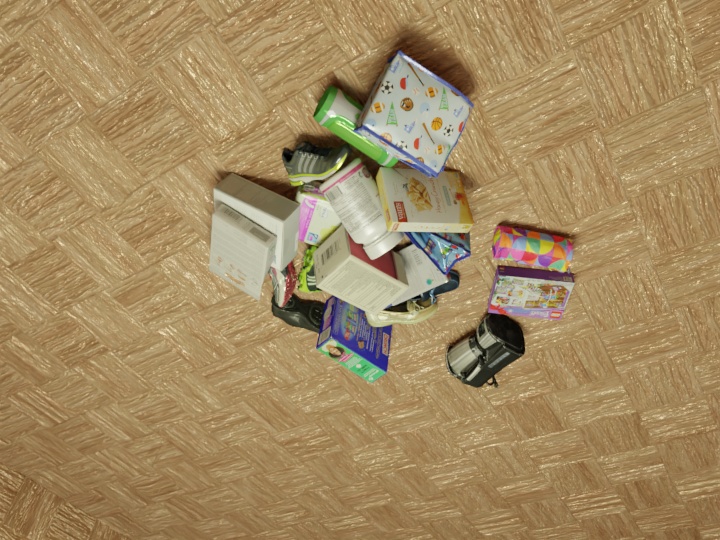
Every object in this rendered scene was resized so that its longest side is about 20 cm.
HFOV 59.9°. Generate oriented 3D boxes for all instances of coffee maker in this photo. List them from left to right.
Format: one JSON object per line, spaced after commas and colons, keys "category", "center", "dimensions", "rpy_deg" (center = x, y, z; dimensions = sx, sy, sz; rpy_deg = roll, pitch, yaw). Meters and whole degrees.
{"category": "coffee maker", "center": [0.364, 0.225, 1.745], "dimensions": [0.189, 0.137, 0.200], "rpy_deg": [10, 139, -35]}

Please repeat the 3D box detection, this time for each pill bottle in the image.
{"category": "pill bottle", "center": [0.006, -0.134, 1.387], "dimensions": [0.112, 0.114, 0.202], "rpy_deg": [-29, 101, 30]}

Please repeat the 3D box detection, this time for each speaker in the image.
{"category": "speaker", "center": [0.000, -0.302, 1.322], "dimensions": [0.197, 0.090, 0.088], "rpy_deg": [30, 130, -19]}

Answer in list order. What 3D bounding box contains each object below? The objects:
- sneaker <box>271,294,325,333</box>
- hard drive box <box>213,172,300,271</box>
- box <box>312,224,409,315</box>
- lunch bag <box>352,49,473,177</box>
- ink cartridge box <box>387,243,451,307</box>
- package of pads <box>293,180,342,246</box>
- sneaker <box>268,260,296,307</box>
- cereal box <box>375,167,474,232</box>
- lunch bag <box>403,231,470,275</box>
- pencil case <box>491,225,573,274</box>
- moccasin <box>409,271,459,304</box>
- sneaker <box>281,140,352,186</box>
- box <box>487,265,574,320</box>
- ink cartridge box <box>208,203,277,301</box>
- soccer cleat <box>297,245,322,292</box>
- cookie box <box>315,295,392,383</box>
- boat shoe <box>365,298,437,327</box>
{"category": "sneaker", "center": [-0.161, 0.128, 1.751], "dimensions": [0.197, 0.077, 0.091], "rpy_deg": [27, 145, 0]}
{"category": "hard drive box", "center": [-0.247, -0.114, 1.485], "dimensions": [0.197, 0.077, 0.158], "rpy_deg": [26, 136, 15]}
{"category": "box", "center": [0.000, 0.000, 1.495], "dimensions": [0.198, 0.111, 0.127], "rpy_deg": [28, 125, -36]}
{"category": "lunch bag", "center": [0.109, -0.303, 1.244], "dimensions": [0.197, 0.124, 0.173], "rpy_deg": [26, 95, -13]}
{"category": "ink cartridge box", "center": [0.119, 0.008, 1.580], "dimensions": [0.197, 0.042, 0.122], "rpy_deg": [-26, 86, 26]}
{"category": "package of pads", "center": [-0.070, -0.126, 1.504], "dimensions": [0.196, 0.069, 0.156], "rpy_deg": [17, 134, -9]}
{"category": "sneaker", "center": [-0.214, 0.006, 1.644], "dimensions": [0.073, 0.081, 0.204], "rpy_deg": [13, 127, 15]}
{"category": "cereal box", "center": [0.139, -0.153, 1.359], "dimensions": [0.195, 0.147, 0.040], "rpy_deg": [0, 150, -21]}
{"category": "lunch bag", "center": [0.153, -0.115, 1.427], "dimensions": [0.198, 0.152, 0.094], "rpy_deg": [34, 128, -23]}
{"category": "pencil case", "center": [0.413, -0.048, 1.503], "dimensions": [0.195, 0.089, 0.090], "rpy_deg": [13, 133, -3]}
{"category": "moccasin", "center": [0.165, 0.056, 1.638], "dimensions": [0.196, 0.069, 0.081], "rpy_deg": [-13, 130, 19]}
{"category": "sneaker", "center": [-0.103, -0.246, 1.374], "dimensions": [0.197, 0.074, 0.082], "rpy_deg": [-11, 125, 39]}
{"category": "box", "center": [0.439, 0.059, 1.626], "dimensions": [0.195, 0.040, 0.139], "rpy_deg": [6, 132, 2]}
{"category": "ink cartridge box", "center": [-0.283, -0.039, 1.486], "dimensions": [0.159, 0.050, 0.202], "rpy_deg": [31, 141, 10]}
{"category": "soccer cleat", "center": [-0.113, -0.003, 1.616], "dimensions": [0.079, 0.069, 0.201], "rpy_deg": [4, 151, -13]}
{"category": "cookie box", "center": [-0.013, 0.180, 1.707], "dimensions": [0.198, 0.173, 0.075], "rpy_deg": [34, 131, -23]}
{"category": "boat shoe", "center": [0.109, 0.100, 1.681], "dimensions": [0.196, 0.074, 0.064], "rpy_deg": [-8, 129, 11]}
